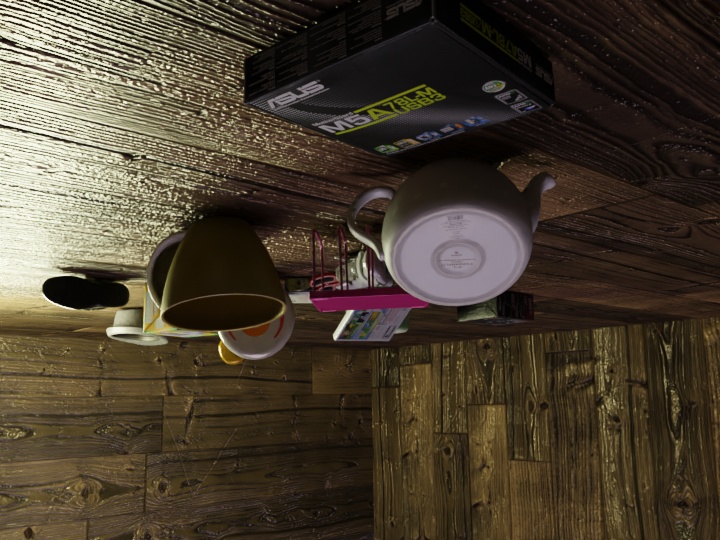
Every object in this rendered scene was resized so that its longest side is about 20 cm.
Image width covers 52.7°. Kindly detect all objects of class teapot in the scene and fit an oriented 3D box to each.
[{"bbox_3d":[0.112,-0.065,0.893,0.197,0.149,0.197,27,131,-25],"label":"teapot"}]

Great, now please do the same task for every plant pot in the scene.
[{"bbox_3d":[-0.219,0.001,1.157,0.194,0.146,0.201,-6,161,-2],"label":"plant pot"}]

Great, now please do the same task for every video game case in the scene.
[{"bbox_3d":[-0.097,0.050,1.811,0.176,0.037,0.200,-1,170,-3],"label":"video game case"},{"bbox_3d":[0.044,0.111,1.887,0.178,0.022,0.202,4,134,-34],"label":"video game case"}]

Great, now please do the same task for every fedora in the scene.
[{"bbox_3d":[-0.691,0.169,2.263,0.173,0.093,0.199,-9,161,32],"label":"fedora"}]

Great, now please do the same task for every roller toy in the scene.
[{"bbox_3d":[-0.242,0.113,1.688,0.177,0.206,0.140,-1,175,-7],"label":"roller toy"}]

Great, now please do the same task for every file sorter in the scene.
[{"bbox_3d":[0.017,-0.006,1.236,0.194,0.129,0.139,-3,169,3],"label":"file sorter"}]

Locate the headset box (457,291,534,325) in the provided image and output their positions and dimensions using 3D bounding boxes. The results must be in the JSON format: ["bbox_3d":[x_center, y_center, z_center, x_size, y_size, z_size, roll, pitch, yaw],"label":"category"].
[{"bbox_3d":[0.393,0.110,2.083,0.197,0.080,0.147,10,165,-42],"label":"headset box"}]

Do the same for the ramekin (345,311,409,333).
[{"bbox_3d":[0.049,0.126,2.066,0.194,0.101,0.200,-1,170,0],"label":"ramekin"}]

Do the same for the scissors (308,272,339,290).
[{"bbox_3d":[-0.021,0.016,1.668,0.195,0.014,0.074,-15,139,12],"label":"scissors"}]

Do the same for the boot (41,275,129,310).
[{"bbox_3d":[-0.664,0.060,1.704,0.200,0.076,0.152,8,169,-43],"label":"boot"}]

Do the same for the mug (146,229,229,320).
[{"bbox_3d":[-0.295,0.014,1.293,0.182,0.154,0.152,11,174,-23],"label":"mug"}]

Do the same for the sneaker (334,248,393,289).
[{"bbox_3d":[0.000,0.000,1.416,0.111,0.077,0.200,-5,173,9],"label":"sneaker"}]

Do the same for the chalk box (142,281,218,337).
[{"bbox_3d":[-0.413,0.094,1.770,0.121,0.128,0.199,-7,167,30],"label":"chalk box"}]

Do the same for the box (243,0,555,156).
[{"bbox_3d":[0.035,-0.158,0.611,0.196,0.049,0.191,-10,169,38],"label":"box"}]
